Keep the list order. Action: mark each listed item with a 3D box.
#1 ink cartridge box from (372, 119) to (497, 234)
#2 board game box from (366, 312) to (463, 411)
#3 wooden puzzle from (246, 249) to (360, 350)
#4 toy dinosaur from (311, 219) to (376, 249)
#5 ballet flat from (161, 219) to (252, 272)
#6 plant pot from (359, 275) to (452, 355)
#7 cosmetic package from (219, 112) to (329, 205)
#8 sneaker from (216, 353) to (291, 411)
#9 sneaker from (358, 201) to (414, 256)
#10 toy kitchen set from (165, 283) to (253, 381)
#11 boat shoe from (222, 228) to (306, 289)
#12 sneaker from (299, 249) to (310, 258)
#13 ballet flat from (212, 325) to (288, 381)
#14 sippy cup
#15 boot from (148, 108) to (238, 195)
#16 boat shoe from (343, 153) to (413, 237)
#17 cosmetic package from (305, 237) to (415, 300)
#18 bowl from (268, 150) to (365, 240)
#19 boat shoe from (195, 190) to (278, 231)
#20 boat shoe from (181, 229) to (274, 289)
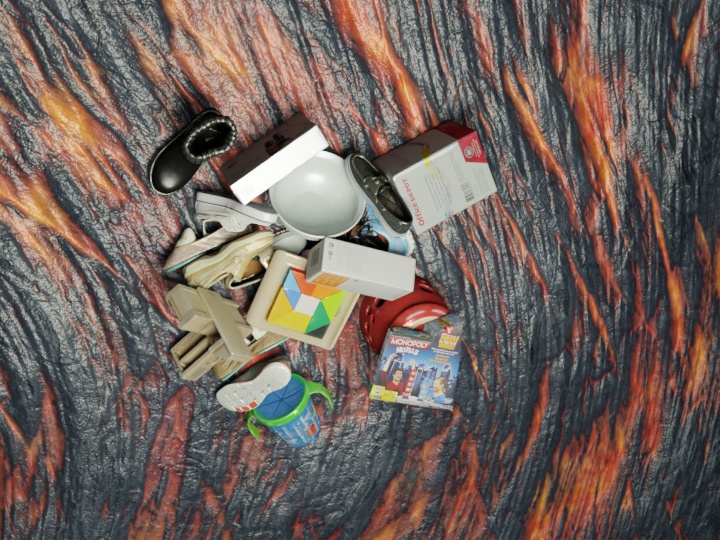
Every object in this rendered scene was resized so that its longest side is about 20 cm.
[{"bbox_3d":[0.152,-0.198,1.590,0.199,0.145,0.146,-28,117,-7],"label":"ink cartridge box"},{"bbox_3d":[0.128,0.179,1.573,0.199,0.062,0.201,13,103,-22],"label":"board game box"},{"bbox_3d":[-0.116,0.068,1.578,0.199,0.037,0.186,21,112,-16],"label":"wooden puzzle"},{"bbox_3d":[-0.009,-0.056,1.637,0.199,0.102,0.136,5,89,-4],"label":"toy dinosaur"},{"bbox_3d":[-0.320,-0.063,1.539,0.199,0.068,0.068,-25,97,-14],"label":"ballet flat"},{"bbox_3d":[0.115,0.127,1.686,0.199,0.183,0.201,-6,110,-16],"label":"plant pot"},{"bbox_3d":[-0.171,-0.221,1.471,0.200,0.151,0.052,-36,115,-3],"label":"cosmetic package"},{"bbox_3d":[-0.229,0.246,1.678,0.199,0.082,0.077,-26,110,20],"label":"sneaker"},{"bbox_3d":[0.029,-0.106,1.578,0.090,0.078,0.200,-30,83,-34],"label":"sneaker"},{"bbox_3d":[-0.323,0.158,1.498,0.180,0.163,0.200,-40,154,12],"label":"toy kitchen set"},{"bbox_3d":[-0.197,-0.018,1.586,0.200,0.068,0.075,-33,117,-4],"label":"boat shoe"},{"bbox_3d":[-0.096,0.045,1.645,0.088,0.080,0.201,-6,117,-23],"label":"sneaker"},{"bbox_3d":[-0.243,0.161,1.652,0.200,0.068,0.073,-32,98,0],"label":"ballet flat"},{"bbox_3d":[-0.156,0.325,1.706,0.140,0.177,0.131,-59,138,-37],"label":"sippy cup"},{"bbox_3d":[-0.320,-0.216,1.419,0.079,0.158,0.211,36,96,-26],"label":"boot"},{"bbox_3d":[0.041,-0.159,1.508,0.068,0.057,0.200,-28,80,-33],"label":"boat shoe"},{"bbox_3d":[0.000,0.000,1.522,0.199,0.101,0.072,13,71,-20],"label":"cosmetic package"},{"bbox_3d":[-0.095,-0.138,1.540,0.200,0.090,0.202,7,64,-14],"label":"bowl"},{"bbox_3d":[-0.247,-0.107,1.476,0.072,0.199,0.066,-9,112,-62],"label":"boat shoe"},{"bbox_3d":[-0.256,-0.012,1.523,0.199,0.072,0.076,-27,81,5],"label":"boat shoe"}]
